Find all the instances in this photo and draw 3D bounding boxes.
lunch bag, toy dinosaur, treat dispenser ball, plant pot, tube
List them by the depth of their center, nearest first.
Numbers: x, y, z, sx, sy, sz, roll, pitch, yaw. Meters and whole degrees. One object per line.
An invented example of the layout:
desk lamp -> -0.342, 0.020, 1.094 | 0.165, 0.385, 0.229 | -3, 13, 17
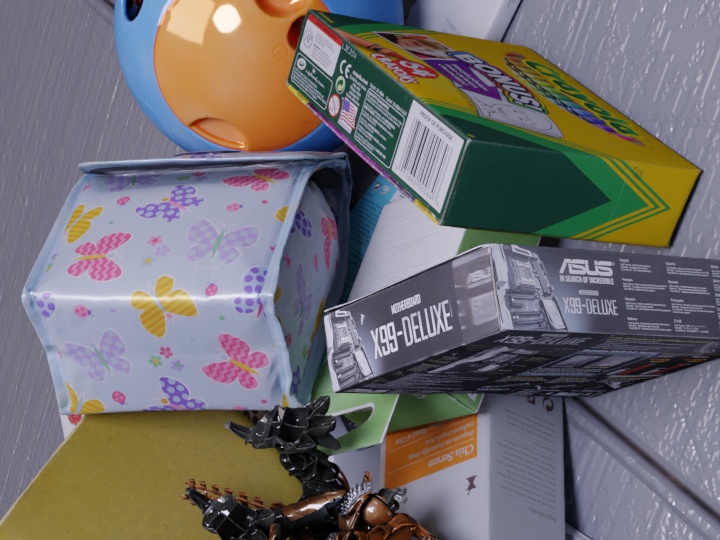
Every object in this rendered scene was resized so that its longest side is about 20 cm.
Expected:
toy dinosaur -> -0.030, 0.155, 1.186 | 0.199, 0.136, 0.103 | -11, 51, 27
lunch bag -> -0.103, -0.012, 1.291 | 0.201, 0.168, 0.128 | -71, -25, -51
plant pot -> -0.132, 0.203, 1.353 | 0.196, 0.199, 0.194 | -55, 0, -38
tube -> 0.000, 0.000, 1.357 | 0.077, 0.050, 0.201 | 32, 82, 23
treat dispenser ball -> -0.069, -0.169, 1.400 | 0.200, 0.200, 0.202 | -13, 74, 55

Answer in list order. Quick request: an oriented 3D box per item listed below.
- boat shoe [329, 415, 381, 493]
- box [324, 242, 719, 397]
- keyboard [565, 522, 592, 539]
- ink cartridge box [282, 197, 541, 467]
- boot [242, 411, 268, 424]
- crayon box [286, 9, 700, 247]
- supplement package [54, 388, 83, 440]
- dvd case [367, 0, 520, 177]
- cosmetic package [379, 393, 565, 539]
boat shoe -> -0.003, 0.137, 1.353 | 0.057, 0.068, 0.201 | 109, 145, -50
box -> 0.104, 0.032, 1.141 | 0.157, 0.199, 0.050 | -25, 67, 53
keyboard -> 0.122, 0.185, 1.264 | 0.200, 0.011, 0.057 | 30, 115, 54
ink cartridge box -> 0.035, 0.042, 1.255 | 0.104, 0.059, 0.201 | -18, 43, 50
boot -> -0.068, 0.029, 1.448 | 0.203, 0.073, 0.154 | 37, 128, 8
crayon box -> 0.076, -0.087, 1.226 | 0.200, 0.172, 0.059 | 45, 123, 49
supplement package -> -0.161, 0.098, 1.598 | 0.121, 0.119, 0.201 | -49, 47, 42
dvd case -> 0.044, -0.162, 1.426 | 0.143, 0.017, 0.201 | 55, 129, 44
cosmetic package -> 0.067, 0.169, 1.243 | 0.101, 0.071, 0.201 | -27, 50, 41
